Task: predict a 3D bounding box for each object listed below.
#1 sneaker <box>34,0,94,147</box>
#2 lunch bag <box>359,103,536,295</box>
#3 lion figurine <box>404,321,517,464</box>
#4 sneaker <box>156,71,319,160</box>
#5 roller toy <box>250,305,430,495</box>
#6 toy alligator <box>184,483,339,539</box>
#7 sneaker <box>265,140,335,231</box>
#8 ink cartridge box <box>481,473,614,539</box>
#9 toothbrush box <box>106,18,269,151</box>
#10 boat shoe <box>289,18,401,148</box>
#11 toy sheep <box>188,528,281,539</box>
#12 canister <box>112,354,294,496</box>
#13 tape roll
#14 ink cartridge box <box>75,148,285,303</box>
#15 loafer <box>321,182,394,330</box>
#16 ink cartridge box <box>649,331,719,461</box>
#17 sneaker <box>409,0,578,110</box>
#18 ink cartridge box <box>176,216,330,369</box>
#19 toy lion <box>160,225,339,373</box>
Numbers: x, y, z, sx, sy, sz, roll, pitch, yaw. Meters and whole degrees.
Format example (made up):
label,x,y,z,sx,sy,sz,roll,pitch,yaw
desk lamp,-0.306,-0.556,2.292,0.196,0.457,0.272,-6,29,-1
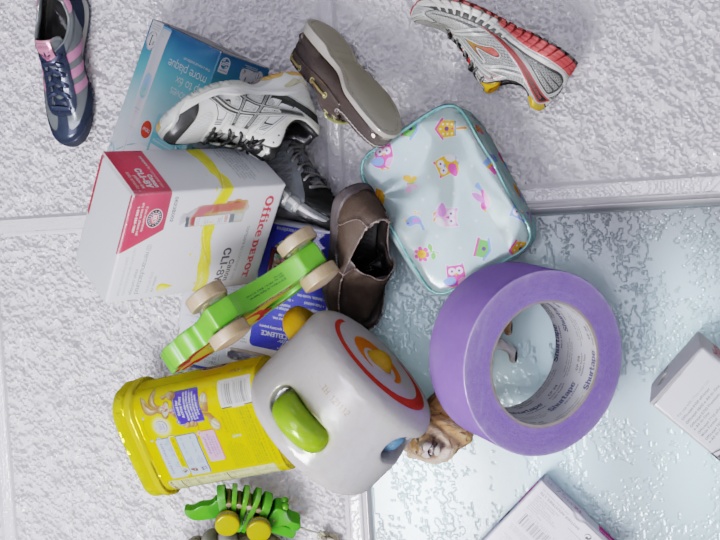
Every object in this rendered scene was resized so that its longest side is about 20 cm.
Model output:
label,x,y,z,sx,sy,sz,roll,pitch,yaw
sneaker,-0.383,-0.258,1.417,0.069,0.082,0.203,-2,94,16
lunch bag,0.096,-0.081,1.297,0.160,0.077,0.201,-31,85,17
lion figurine,0.117,0.129,1.317,0.121,0.072,0.203,6,85,20
sneaker,-0.127,-0.161,1.248,0.076,0.199,0.088,-35,77,56
roller toy,-0.018,0.141,1.262,0.182,0.200,0.140,38,104,-27
toy alligator,-0.113,0.293,1.371,0.198,0.059,0.055,13,111,-10
sneaker,-0.072,-0.134,1.331,0.199,0.075,0.116,34,96,25
ink cartridge box,0.192,0.352,1.321,0.119,0.042,0.200,43,101,9
toothbrush box,-0.213,-0.178,1.347,0.146,0.085,0.202,32,105,39
boat shoe,-0.021,-0.207,1.303,0.060,0.071,0.201,-52,56,29
toy sheep,-0.179,0.389,1.385,0.199,0.138,0.139,-34,85,-2
canister,-0.182,0.189,1.370,0.198,0.087,0.150,-13,109,21
tape roll,0.180,0.094,1.228,0.198,0.085,0.203,-3,98,-22
ink cartridge box,-0.198,-0.054,1.254,0.083,0.199,0.146,46,128,35
loafer,0.000,0.000,1.290,0.071,0.072,0.202,48,150,43
ink cartridge box,0.411,0.165,1.189,0.200,0.145,0.084,40,103,10
sneaker,0.141,-0.249,1.271,0.199,0.078,0.083,30,103,12
ink cartridge box,-0.124,0.032,1.387,0.195,0.047,0.202,11,99,14
toy lion,-0.136,0.047,1.292,0.199,0.192,0.069,-33,84,-23
